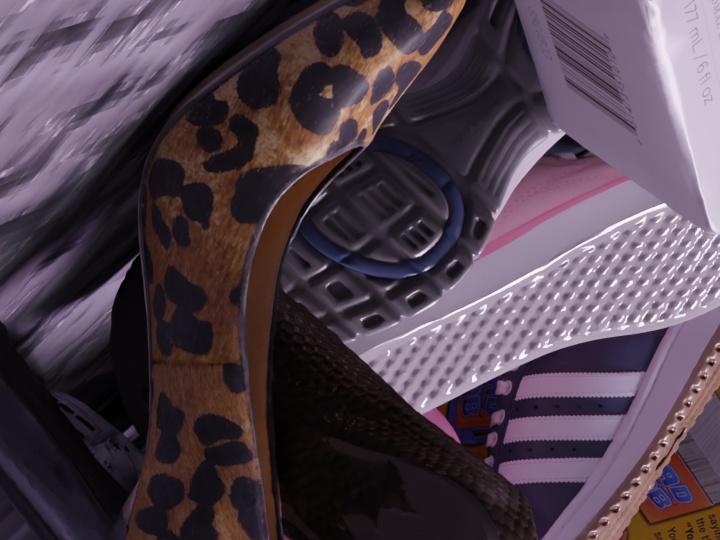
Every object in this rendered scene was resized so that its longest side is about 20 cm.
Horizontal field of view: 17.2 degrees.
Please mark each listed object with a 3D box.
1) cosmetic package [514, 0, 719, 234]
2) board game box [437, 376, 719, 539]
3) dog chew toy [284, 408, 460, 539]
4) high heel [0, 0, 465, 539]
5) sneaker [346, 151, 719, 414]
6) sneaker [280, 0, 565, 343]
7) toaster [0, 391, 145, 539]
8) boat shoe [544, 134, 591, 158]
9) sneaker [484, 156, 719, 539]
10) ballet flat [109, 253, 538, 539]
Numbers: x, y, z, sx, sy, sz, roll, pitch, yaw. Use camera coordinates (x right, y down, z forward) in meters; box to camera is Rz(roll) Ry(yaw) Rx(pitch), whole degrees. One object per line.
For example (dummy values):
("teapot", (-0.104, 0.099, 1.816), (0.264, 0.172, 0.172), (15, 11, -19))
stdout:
("cosmetic package", (0.141, -0.121, 0.712), (0.200, 0.081, 0.113), (-40, 141, -12))
("board game box", (0.082, 0.127, 1.050), (0.199, 0.201, 0.200), (-15, 171, -15))
("dog chew toy", (-0.011, 0.131, 0.861), (0.125, 0.124, 0.201), (125, -21, -63))
("high heel", (-0.011, 0.021, 0.649), (0.200, 0.143, 0.071), (-43, 170, 11))
("sneaker", (0.059, -0.023, 0.861), (0.199, 0.105, 0.076), (-21, 141, -2))
("sneaker", (0.026, -0.041, 0.795), (0.200, 0.075, 0.087), (-38, -177, -7))
("toaster", (-0.107, 0.118, 0.767), (0.129, 0.114, 0.200), (-43, -165, -11))
("boat shoe", (0.096, -0.079, 0.936), (0.075, 0.062, 0.200), (-53, -167, -5))
("sneaker", (0.067, 0.051, 0.924), (0.200, 0.108, 0.070), (-56, 165, 1))
("ballet flat", (-0.010, 0.048, 0.699), (0.046, 0.200, 0.068), (10, 106, -42))
